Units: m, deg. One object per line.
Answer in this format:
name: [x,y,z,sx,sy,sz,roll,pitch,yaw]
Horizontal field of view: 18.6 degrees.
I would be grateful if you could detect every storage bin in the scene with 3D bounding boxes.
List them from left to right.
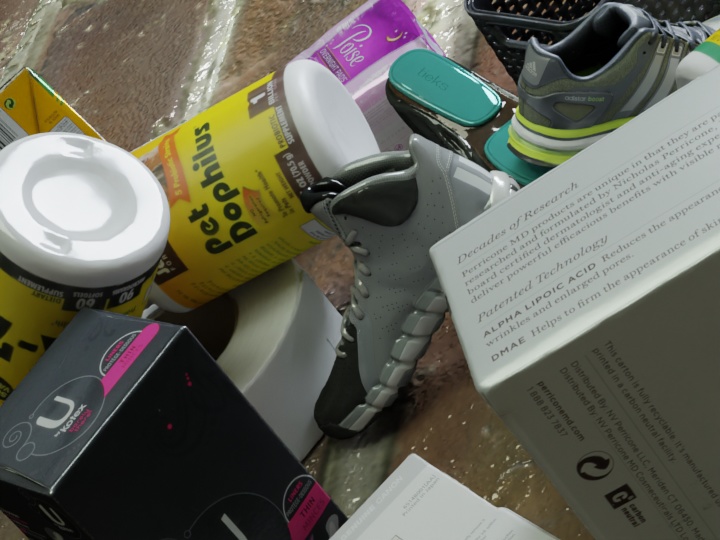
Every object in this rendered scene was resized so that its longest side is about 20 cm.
storage bin: [0.185,-0.204,1.480,0.200,0.094,0.135,-50,34,-16]

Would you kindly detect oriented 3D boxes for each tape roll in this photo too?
tape roll: [-0.104,0.073,1.440,0.202,0.071,0.203,-26,33,19]

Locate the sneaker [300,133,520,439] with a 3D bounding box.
sneaker: [0.000,0.000,1.335,0.200,0.115,0.075,-55,15,17]

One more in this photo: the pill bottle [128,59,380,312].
pill bottle: [-0.091,-0.045,1.404,0.199,0.109,0.109,-28,33,18]

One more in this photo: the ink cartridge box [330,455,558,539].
ink cartridge box: [0.018,0.207,1.155,0.200,0.045,0.176,-45,33,-12]

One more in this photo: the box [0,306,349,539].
box: [-0.107,0.133,1.242,0.106,0.200,0.122,9,55,50]

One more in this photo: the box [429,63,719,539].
box: [0.173,0.036,1.084,0.200,0.199,0.131,-32,31,10]

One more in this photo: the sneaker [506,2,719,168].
sneaker: [0.181,-0.128,1.355,0.199,0.081,0.074,-23,43,-22]

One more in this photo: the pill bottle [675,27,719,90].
pill bottle: [0.290,-0.136,1.269,0.200,0.113,0.113,-39,32,-3]

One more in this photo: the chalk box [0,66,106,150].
chalk box: [-0.245,-0.050,1.654,0.125,0.124,0.200,-45,-3,-8]

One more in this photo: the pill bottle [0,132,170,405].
pill bottle: [-0.190,0.023,1.333,0.115,0.114,0.200,-76,6,-45]

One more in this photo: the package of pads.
package of pads: [-0.025,-0.104,1.581,0.200,0.076,0.121,-36,34,3]

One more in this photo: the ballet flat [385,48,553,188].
ballet flat: [0.094,-0.080,1.425,0.068,0.069,0.200,-36,47,-15]
